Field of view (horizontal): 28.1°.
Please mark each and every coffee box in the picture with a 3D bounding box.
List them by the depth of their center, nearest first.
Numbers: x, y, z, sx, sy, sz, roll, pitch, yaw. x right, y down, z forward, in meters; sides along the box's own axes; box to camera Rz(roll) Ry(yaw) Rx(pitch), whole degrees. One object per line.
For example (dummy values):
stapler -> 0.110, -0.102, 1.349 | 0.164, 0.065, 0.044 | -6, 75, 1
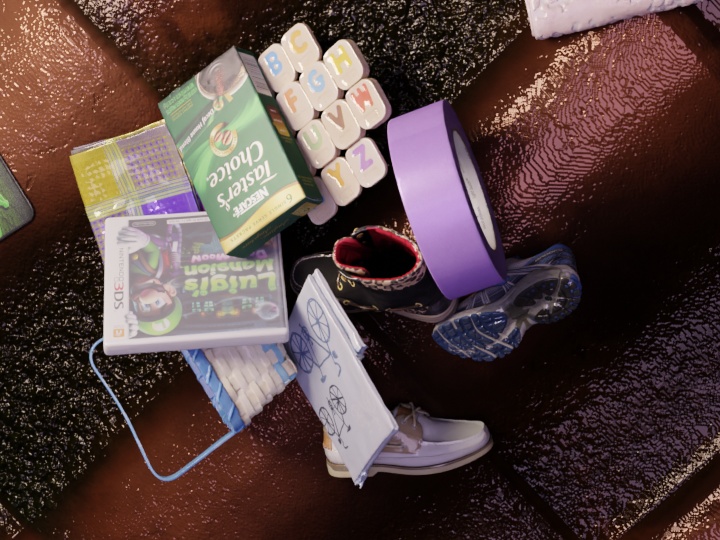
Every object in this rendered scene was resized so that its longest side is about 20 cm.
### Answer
coffee box -> -0.133, -0.130, 1.579 | 0.122, 0.044, 0.202 | -32, 72, 22

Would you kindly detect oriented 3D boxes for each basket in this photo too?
basket -> -0.184, 0.118, 1.626 | 0.199, 0.139, 0.178 | -30, 97, -15

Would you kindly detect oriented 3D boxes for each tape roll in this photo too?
tape roll -> 0.093, -0.075, 1.521 | 0.065, 0.200, 0.202 | -19, 99, 12

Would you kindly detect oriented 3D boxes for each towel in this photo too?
towel -> 0.261, -0.360, 1.522 | 0.197, 0.032, 0.194 | -11, 100, 12
towel -> -0.249, -0.065, 1.667 | 0.142, 0.023, 0.203 | -13, 100, 10

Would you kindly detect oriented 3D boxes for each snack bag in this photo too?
snack bag -> -0.023, 0.121, 1.578 | 0.021, 0.189, 0.201 | -22, 71, -24

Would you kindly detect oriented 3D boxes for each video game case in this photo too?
video game case -> -0.183, 0.008, 1.584 | 0.197, 0.183, 0.024 | -4, 141, -5

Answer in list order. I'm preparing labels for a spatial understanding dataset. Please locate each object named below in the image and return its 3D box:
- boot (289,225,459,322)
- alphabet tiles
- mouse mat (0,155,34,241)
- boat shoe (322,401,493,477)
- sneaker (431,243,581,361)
boot -> 0.000, 0.000, 1.563 | 0.197, 0.151, 0.074 | 13, 76, 19
alphabet tiles -> -0.057, -0.160, 1.580 | 0.199, 0.015, 0.197 | -35, 79, 33
mouse mat -> -0.496, -0.110, 1.703 | 0.160, 0.008, 0.201 | -30, 97, 13
boat shoe -> 0.051, 0.190, 1.650 | 0.197, 0.075, 0.069 | -9, 107, 11
sneaker -> 0.166, 0.033, 1.605 | 0.199, 0.086, 0.077 | -27, 123, 33
